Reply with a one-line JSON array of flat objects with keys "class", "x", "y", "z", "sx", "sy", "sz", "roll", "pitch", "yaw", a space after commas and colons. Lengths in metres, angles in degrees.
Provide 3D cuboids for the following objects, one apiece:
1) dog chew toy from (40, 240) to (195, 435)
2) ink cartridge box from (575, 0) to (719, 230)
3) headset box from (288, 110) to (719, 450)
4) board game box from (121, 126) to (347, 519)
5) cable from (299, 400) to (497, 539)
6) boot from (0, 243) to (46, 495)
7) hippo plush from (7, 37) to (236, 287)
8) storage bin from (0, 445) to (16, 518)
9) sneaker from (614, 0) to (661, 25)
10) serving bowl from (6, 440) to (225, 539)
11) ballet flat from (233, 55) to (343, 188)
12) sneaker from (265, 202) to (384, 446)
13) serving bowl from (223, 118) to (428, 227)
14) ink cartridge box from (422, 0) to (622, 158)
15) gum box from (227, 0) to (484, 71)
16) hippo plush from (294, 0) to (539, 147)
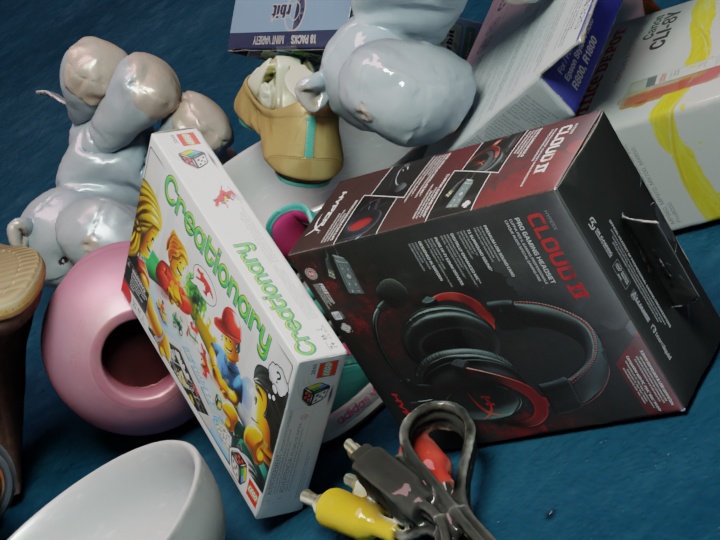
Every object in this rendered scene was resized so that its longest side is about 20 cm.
[{"class": "dog chew toy", "x": -0.152, "y": 0.035, "z": 1.440, "sx": 0.124, "sy": 0.125, "sz": 0.200, "roll": -32, "pitch": 15, "yaw": -1}, {"class": "ink cartridge box", "x": 0.226, "y": -0.103, "z": 1.276, "sx": 0.200, "sy": 0.083, "sz": 0.145, "roll": -16, "pitch": 29, "yaw": 33}, {"class": "headset box", "x": 0.086, "y": 0.009, "z": 1.143, "sx": 0.200, "sy": 0.149, "sz": 0.075, "roll": -13, "pitch": 30, "yaw": 38}, {"class": "board game box", "x": -0.077, "y": 0.028, "z": 1.242, "sx": 0.035, "sy": 0.126, "sz": 0.200, "roll": -11, "pitch": 46, "yaw": -29}, {"class": "cable", "x": 0.046, "y": 0.131, "z": 1.110, "sx": 0.097, "sy": 0.050, "sz": 0.200, "roll": -32, "pitch": 34, "yaw": -13}, {"class": "boot", "x": -0.235, "y": 0.068, "z": 1.411, "sx": 0.072, "sy": 0.167, "sz": 0.200, "roll": -11, "pitch": 13, "yaw": -14}, {"class": "hippo plush", "x": -0.207, "y": -0.071, "z": 1.643, "sx": 0.200, "sy": 0.159, "sz": 0.161, "roll": 11, "pitch": 56, "yaw": 33}, {"class": "storage bin", "x": -0.300, "y": 0.169, "z": 1.247, "sx": 0.200, "sy": 0.146, "sz": 0.134, "roll": -51, "pitch": 17, "yaw": -1}, {"class": "sneaker", "x": 0.146, "y": -0.108, "z": 1.417, "sx": 0.200, "sy": 0.085, "sz": 0.073, "roll": -64, "pitch": 18, "yaw": -15}, {"class": "serving bowl", "x": -0.147, "y": 0.184, "z": 1.177, "sx": 0.200, "sy": 0.066, "sz": 0.200, "roll": -34, "pitch": 19, "yaw": 13}, {"class": "ballet flat", "x": -0.043, "y": -0.113, "z": 1.448, "sx": 0.068, "sy": 0.063, "sz": 0.200, "roll": 0, "pitch": 19, "yaw": -13}, {"class": "sneaker", "x": 0.000, "y": 0.000, "z": 1.305, "sx": 0.200, "sy": 0.121, "sz": 0.084, "roll": -44, "pitch": 26, "yaw": -27}, {"class": "serving bowl", "x": -0.022, "y": -0.047, "z": 1.471, "sx": 0.200, "sy": 0.066, "sz": 0.200, "roll": -22, "pitch": 21, "yaw": 9}, {"class": "ink cartridge box", "x": 0.124, "y": -0.154, "z": 1.321, "sx": 0.200, "sy": 0.043, "sz": 0.197, "roll": -36, "pitch": 24, "yaw": 55}, {"class": "gum box", "x": 0.034, "y": -0.154, "z": 1.504, "sx": 0.170, "sy": 0.200, "sz": 0.045, "roll": 10, "pitch": 91, "yaw": 60}, {"class": "hippo plush", "x": 0.012, "y": -0.164, "z": 1.314, "sx": 0.200, "sy": 0.159, "sz": 0.161, "roll": 40, "pitch": 110, "yaw": 58}]
